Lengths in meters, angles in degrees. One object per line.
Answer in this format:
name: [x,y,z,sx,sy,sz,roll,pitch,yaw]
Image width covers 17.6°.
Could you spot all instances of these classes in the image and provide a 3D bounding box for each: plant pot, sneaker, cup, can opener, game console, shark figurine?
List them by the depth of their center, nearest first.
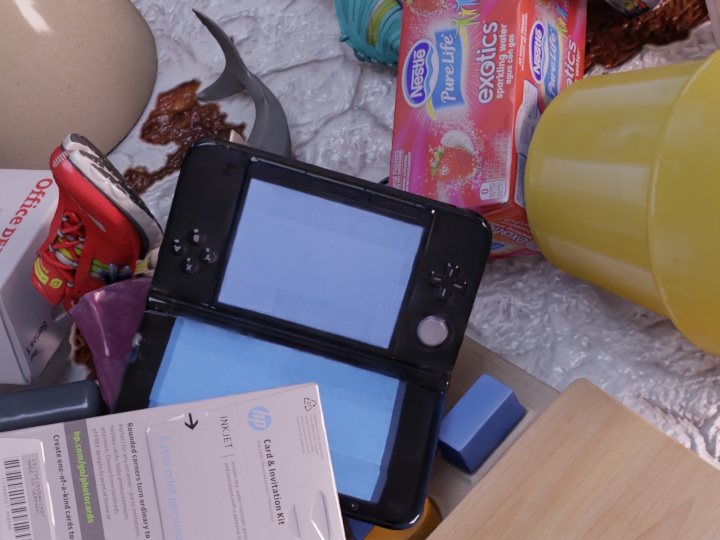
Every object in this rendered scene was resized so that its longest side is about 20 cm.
game console: [-0.034,0.036,1.412,0.199,0.172,0.118,15,21,-3]
plant pot: [0.212,-0.048,1.451,0.188,0.201,0.201,9,58,43]
sneaker: [-0.177,-0.015,1.518,0.085,0.200,0.077,-36,68,-13]
can opener: [-0.266,0.097,1.592,0.199,0.053,0.067,-11,54,11]
shark figurine: [-0.084,-0.086,1.638,0.127,0.090,0.216,0,58,17]
sneaker: [0.027,-0.177,1.683,0.080,0.077,0.201,-45,53,22]
cup: [-0.268,-0.177,1.729,0.199,0.143,0.201,-10,54,13]

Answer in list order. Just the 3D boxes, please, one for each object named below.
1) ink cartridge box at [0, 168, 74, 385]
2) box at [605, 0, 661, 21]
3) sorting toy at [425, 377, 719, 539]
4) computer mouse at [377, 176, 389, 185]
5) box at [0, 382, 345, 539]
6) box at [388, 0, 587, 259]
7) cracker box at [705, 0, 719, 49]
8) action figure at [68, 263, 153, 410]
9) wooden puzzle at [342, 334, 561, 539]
ink cartridge box: [-0.298,0.000,1.629,0.199,0.084,0.145,2,39,21]
box: [0.157,-0.217,1.557,0.110,0.200,0.035,39,95,0]
sorting toy: [0.142,0.197,1.368,0.200,0.070,0.198,-46,54,-14]
computer mouse: [0.000,0.000,1.552,0.058,0.034,0.201,-21,34,27]
box: [-0.110,0.158,1.349,0.199,0.041,0.157,-9,82,-10]
box: [0.086,-0.116,1.550,0.095,0.100,0.201,-6,69,31]
cracker box: [0.289,-0.186,1.502,0.133,0.200,0.058,23,67,29]
action figure: [-0.133,0.102,1.494,0.133,0.149,0.201,-4,69,-18]
wooden puzzle: [0.025,0.114,1.482,0.200,0.046,0.185,32,71,34]
